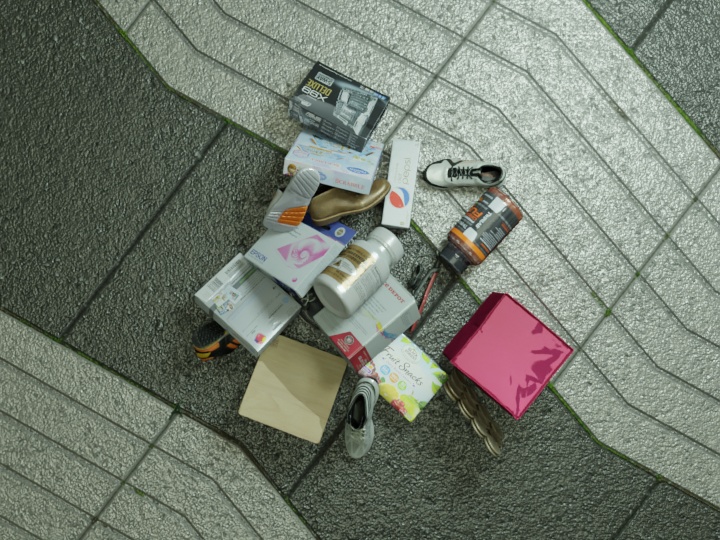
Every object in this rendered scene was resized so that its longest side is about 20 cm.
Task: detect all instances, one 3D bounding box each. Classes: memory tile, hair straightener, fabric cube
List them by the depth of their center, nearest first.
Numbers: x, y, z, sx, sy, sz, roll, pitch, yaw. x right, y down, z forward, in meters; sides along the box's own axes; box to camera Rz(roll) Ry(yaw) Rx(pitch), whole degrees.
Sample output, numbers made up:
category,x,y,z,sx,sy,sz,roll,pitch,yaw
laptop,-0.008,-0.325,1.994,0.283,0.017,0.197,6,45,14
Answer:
category,x,y,z,sx,sy,sz,roll,pitch,yaw
fabric cube,0.321,0.183,1.686,0.196,0.199,0.201,41,91,1
memory tile,0.258,0.320,1.711,0.017,0.153,0.201,-35,88,16
hair straightener,0.129,0.040,1.773,0.076,0.041,0.202,25,90,2

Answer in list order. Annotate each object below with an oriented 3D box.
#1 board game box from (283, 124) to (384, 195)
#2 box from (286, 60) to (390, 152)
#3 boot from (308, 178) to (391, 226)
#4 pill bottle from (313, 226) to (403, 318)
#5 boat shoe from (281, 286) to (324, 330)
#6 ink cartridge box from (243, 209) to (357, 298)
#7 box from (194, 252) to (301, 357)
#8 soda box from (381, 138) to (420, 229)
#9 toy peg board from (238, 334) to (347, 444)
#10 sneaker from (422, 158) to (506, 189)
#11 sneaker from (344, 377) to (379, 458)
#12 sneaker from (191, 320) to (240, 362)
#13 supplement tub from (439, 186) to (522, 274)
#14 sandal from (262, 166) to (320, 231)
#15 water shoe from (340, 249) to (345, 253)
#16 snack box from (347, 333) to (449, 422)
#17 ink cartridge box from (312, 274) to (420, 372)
category,x,y,z,sx,sy,sz,roll,pitch,yaw
board game box,-0.057,-0.255,1.714,0.197,0.200,0.042,14,124,3
box,-0.050,-0.380,1.744,0.198,0.050,0.159,27,54,2
boot,-0.025,-0.172,1.702,0.198,0.074,0.076,-23,126,-7
pill bottle,0.000,0.000,1.657,0.114,0.114,0.200,45,66,2
boat shoe,-0.137,0.061,1.771,0.072,0.063,0.201,-38,88,1
ink cartridge box,-0.138,-0.058,1.710,0.195,0.043,0.201,28,73,39
box,-0.259,0.077,1.742,0.199,0.041,0.156,39,62,10
soda box,0.095,-0.200,1.768,0.067,0.064,0.203,8,89,3
toy peg board,-0.156,0.278,1.766,0.197,0.098,0.202,20,74,2
sneaker,0.244,-0.229,1.756,0.197,0.080,0.075,-1,90,3
sneaker,-0.013,0.354,1.716,0.075,0.115,0.204,13,108,14
sneaker,-0.300,0.149,1.780,0.198,0.091,0.070,-24,55,-21
supplement tub,0.273,-0.087,1.738,0.107,0.107,0.200,43,90,2
sandal,-0.146,-0.165,1.668,0.078,0.060,0.207,19,133,-25
water shoe,-0.073,0.011,1.741,0.198,0.071,0.080,-21,98,-20
snack box,0.088,0.232,1.765,0.199,0.053,0.143,41,89,2
ink cartridge box,0.017,0.106,1.712,0.199,0.083,0.146,-39,56,-9
